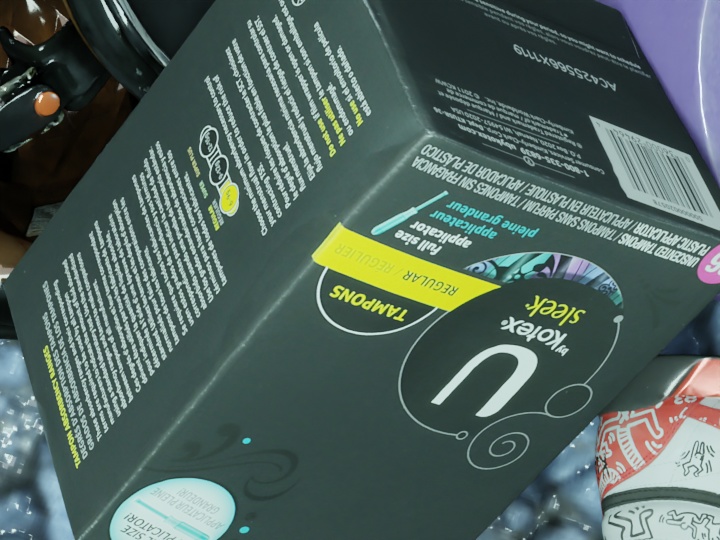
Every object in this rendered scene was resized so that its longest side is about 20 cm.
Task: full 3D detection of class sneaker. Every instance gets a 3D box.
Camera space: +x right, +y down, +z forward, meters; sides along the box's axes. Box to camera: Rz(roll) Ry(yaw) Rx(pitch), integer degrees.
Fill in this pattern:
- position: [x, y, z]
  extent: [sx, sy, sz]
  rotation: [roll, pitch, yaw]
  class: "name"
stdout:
- position: [0.182, 0.085, 0.964]
  extent: [0.201, 0.067, 0.108]
  rotation: [-3, 78, 28]
  class: "sneaker"

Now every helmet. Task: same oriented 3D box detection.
- position: [-0.135, -0.091, 0.983]
  extent: [0.200, 0.200, 0.191]
  rotation: [-18, 46, 2]
  class: "helmet"

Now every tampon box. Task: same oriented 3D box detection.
- position: [0.000, 0.000, 0.889]
  extent: [0.200, 0.150, 0.126]
  rotation: [-50, 42, 28]
  class: "tampon box"

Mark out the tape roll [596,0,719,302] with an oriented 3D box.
- position: [0.187, -0.077, 0.957]
  extent: [0.200, 0.085, 0.200]
  rotation: [-2, 95, -24]
  class: "tape roll"
